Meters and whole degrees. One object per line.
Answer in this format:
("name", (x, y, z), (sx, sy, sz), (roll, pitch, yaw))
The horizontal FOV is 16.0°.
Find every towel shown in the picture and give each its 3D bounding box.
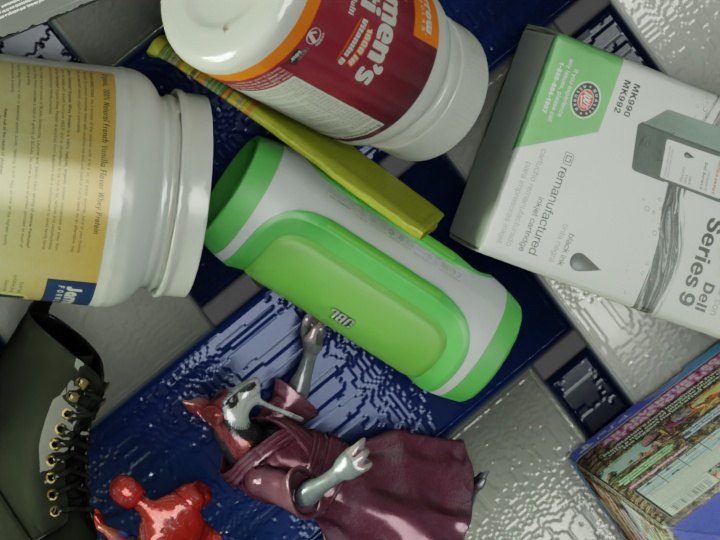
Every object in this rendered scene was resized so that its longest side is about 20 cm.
("towel", (-0.039, -0.080, 1.540), (0.200, 0.086, 0.018), (35, 103, 4))

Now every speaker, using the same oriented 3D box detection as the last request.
("speaker", (0.000, 0.000, 1.586), (0.200, 0.088, 0.089), (32, 90, -14))

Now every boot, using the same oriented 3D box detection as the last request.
("boot", (-0.173, 0.123, 1.512), (0.200, 0.077, 0.139), (42, 105, 23))

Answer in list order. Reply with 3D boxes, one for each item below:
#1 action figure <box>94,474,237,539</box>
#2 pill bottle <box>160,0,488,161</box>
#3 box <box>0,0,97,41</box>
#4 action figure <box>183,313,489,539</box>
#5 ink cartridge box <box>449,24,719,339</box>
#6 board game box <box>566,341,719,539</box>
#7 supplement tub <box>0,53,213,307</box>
("action figure", (-0.097, 0.175, 1.606), (0.065, 0.099, 0.200), (-51, 126, -5))
("pill bottle", (-0.016, -0.138, 1.512), (0.200, 0.109, 0.110), (24, 92, -48))
("box", (-0.167, -0.245, 1.519), (0.199, 0.086, 0.164), (-24, 101, -8))
("action figure", (-0.026, 0.128, 1.605), (0.199, 0.134, 0.149), (25, 121, -13))
("ink cartridge box", (0.178, -0.052, 1.617), (0.199, 0.084, 0.147), (19, 93, -14))
("board game box", (0.243, 0.127, 1.594), (0.159, 0.200, 0.097), (-36, 104, -5))
("supplement tub", (-0.194, -0.054, 1.508), (0.199, 0.144, 0.145), (6, 96, -12))
